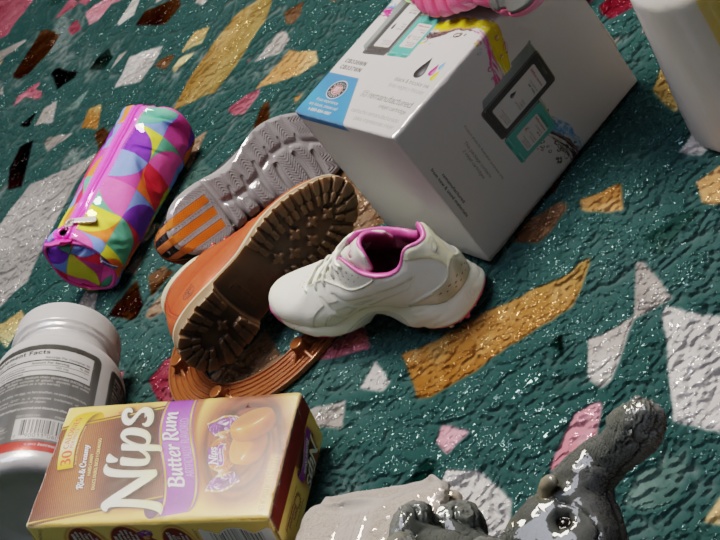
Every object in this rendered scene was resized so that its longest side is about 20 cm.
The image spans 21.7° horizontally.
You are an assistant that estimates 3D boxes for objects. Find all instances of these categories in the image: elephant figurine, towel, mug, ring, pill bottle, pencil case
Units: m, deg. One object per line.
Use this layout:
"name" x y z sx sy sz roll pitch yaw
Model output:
"elephant figurine" 0.103 0.184 1.102 0.200 0.156 0.141 -18 16 47
"towel" -0.008 0.230 1.270 0.132 0.034 0.201 -17 40 36
"mug" 0.283 -0.198 1.351 0.186 0.153 0.150 -27 34 22
"ring" -0.087 0.040 1.594 0.200 0.019 0.201 -28 36 22
"pill bottle" -0.260 0.128 1.585 0.116 0.116 0.200 -27 35 23
"pencil case" -0.234 -0.073 1.827 0.088 0.088 0.201 -10 44 41

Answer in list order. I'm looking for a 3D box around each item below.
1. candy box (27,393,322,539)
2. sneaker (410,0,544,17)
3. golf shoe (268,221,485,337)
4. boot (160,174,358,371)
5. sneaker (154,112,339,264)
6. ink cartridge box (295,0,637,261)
"candy box" -0.139 0.158 1.412 0.199 0.057 0.117 -6 44 21
"sneaker" 0.100 -0.240 1.421 0.095 0.079 0.200 -30 29 -26
"golf shoe" 0.000 0.000 1.470 0.199 0.092 0.076 -7 48 36
"boot" -0.091 -0.014 1.582 0.200 0.075 0.107 -44 27 0
"sneaker" -0.109 -0.074 1.697 0.200 0.078 0.112 -32 2 -23
"ink cartridge box" 0.086 -0.140 1.499 0.200 0.146 0.147 -50 34 -14
